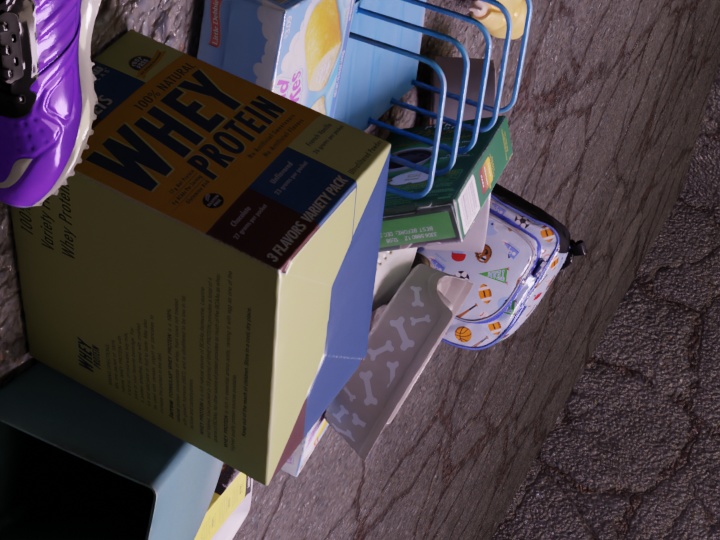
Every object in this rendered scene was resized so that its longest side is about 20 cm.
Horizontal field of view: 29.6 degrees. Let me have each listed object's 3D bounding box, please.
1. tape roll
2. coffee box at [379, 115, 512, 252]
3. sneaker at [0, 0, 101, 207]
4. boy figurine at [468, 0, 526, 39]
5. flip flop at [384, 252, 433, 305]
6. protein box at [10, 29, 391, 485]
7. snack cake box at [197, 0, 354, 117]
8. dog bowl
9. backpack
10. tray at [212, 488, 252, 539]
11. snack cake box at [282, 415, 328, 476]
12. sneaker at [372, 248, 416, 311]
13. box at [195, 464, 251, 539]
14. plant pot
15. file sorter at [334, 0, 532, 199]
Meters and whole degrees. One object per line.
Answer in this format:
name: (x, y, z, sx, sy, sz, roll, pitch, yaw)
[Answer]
tape roll: (0.103, -0.122, 1.436, 0.200, 0.065, 0.204, 4, 90, -88)
coffee box: (0.059, -0.079, 1.227, 0.200, 0.121, 0.045, -58, 136, -57)
sneaker: (-0.187, -0.131, 0.720, 0.099, 0.069, 0.203, -12, 120, -61)
boy figurine: (0.150, -0.316, 1.458, 0.126, 0.064, 0.200, -62, 163, -12)
flip flop: (0.053, 0.012, 1.509, 0.082, 0.057, 0.200, -55, -168, -1)
protein box: (-0.104, -0.009, 0.882, 0.135, 0.198, 0.200, -49, 157, -40)
snack cake box: (-0.071, -0.127, 1.024, 0.115, 0.066, 0.202, -43, 151, -53)
dog bowl: (0.034, 0.082, 1.305, 0.202, 0.058, 0.200, -58, 174, -9)
backpack: (0.142, -0.001, 1.657, 0.154, 0.199, 0.192, -14, 133, -62)
tray: (-0.143, 0.252, 1.353, 0.108, 0.022, 0.201, -58, 172, -25)
snack cake box: (-0.056, 0.117, 1.345, 0.116, 0.067, 0.200, -59, 174, -22)
sneaker: (0.000, 0.000, 1.249, 0.201, 0.072, 0.085, -54, 172, -31)
box: (-0.177, 0.228, 1.191, 0.200, 0.074, 0.051, -47, 153, -43)
plant pot: (-0.172, 0.130, 0.988, 0.200, 0.140, 0.143, -51, 159, -57)
file sorter: (0.053, -0.171, 1.182, 0.200, 0.121, 0.140, -45, 149, -48)
